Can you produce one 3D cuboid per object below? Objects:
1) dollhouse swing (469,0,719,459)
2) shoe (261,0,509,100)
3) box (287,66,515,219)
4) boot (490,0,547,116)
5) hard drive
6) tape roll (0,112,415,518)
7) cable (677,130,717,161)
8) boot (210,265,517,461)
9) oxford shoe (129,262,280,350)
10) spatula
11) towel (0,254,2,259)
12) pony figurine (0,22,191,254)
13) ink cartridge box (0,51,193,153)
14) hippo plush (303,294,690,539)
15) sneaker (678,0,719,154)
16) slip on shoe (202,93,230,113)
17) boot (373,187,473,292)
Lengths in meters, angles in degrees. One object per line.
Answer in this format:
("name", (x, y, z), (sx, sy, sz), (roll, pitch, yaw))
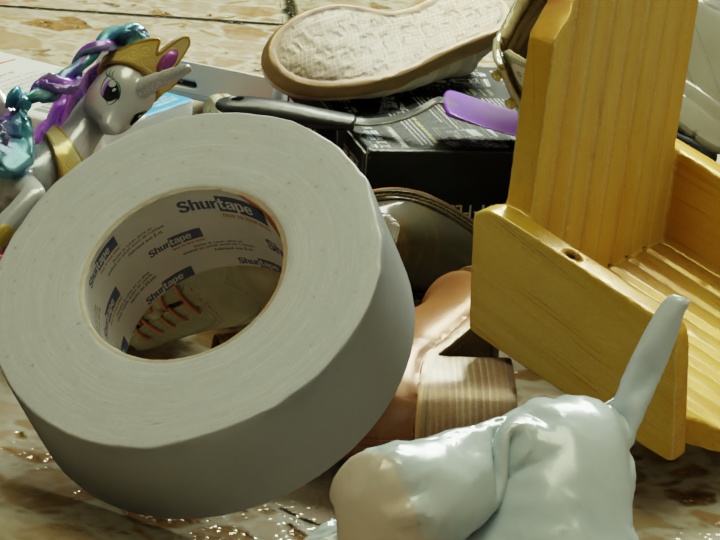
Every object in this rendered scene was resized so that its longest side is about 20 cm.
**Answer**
("dollhouse swing", (0.172, -0.040, 1.456), (0.181, 0.176, 0.200), (33, 28, 22))
("shoe", (0.015, -0.135, 1.791), (0.200, 0.053, 0.070), (-16, 60, -39))
("box", (0.051, -0.065, 1.794), (0.163, 0.086, 0.200), (-1, 20, -16))
("boot", (0.118, -0.060, 1.596), (0.072, 0.155, 0.200), (-4, 49, 19))
("hard drive", (-0.083, -0.126, 1.952), (0.131, 0.027, 0.200), (12, 4, 20))
("tape roll", (-0.077, 0.019, 1.368), (0.200, 0.066, 0.201), (-10, 52, 12))
("cable", (0.175, -0.100, 1.828), (0.200, 0.051, 0.163), (40, 8, -43))
("boot", (-0.002, 0.051, 1.482), (0.155, 0.077, 0.200), (0, 26, -2))
("oxford shoe", (-0.094, 0.014, 1.503), (0.074, 0.071, 0.200), (-45, 18, -29))
("spatula", (0.012, -0.094, 1.698), (0.199, 0.021, 0.057), (1, 20, 0))
("towel", (-0.149, -0.005, 1.666), (0.199, 0.023, 0.144), (4, 19, -2))
("pony figurine", (-0.186, -0.049, 1.518), (0.167, 0.200, 0.193), (44, -20, -28))
("ink cartridge box", (-0.223, -0.091, 1.828), (0.199, 0.067, 0.116), (15, 21, 25))
("hippo plush", (0.082, 0.146, 1.151), (0.200, 0.160, 0.161), (-23, 61, -27))
("sneaker", (0.178, -0.153, 1.705), (0.200, 0.087, 0.075), (38, 10, 6))
("slip on shoe", (-0.074, -0.072, 1.780), (0.061, 0.074, 0.200), (10, 3, -4))
("boot", (0.000, 0.000, 1.630), (0.199, 0.075, 0.097), (13, 33, -23))
